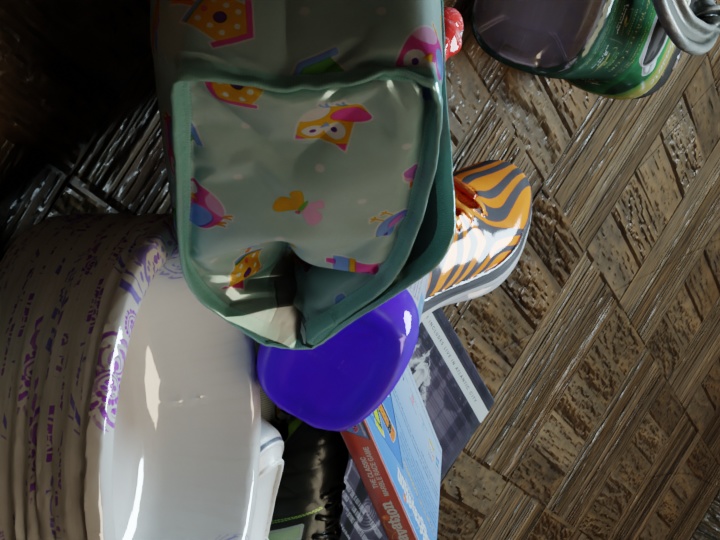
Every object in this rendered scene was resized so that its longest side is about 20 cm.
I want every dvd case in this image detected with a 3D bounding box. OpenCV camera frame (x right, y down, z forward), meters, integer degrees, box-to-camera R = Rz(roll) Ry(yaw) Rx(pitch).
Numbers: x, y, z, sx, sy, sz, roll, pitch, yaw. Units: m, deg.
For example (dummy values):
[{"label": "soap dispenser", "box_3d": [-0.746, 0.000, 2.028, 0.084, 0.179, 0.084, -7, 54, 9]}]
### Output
[{"label": "dvd case", "box_3d": [0.003, 0.105, 1.184, 0.200, 0.016, 0.149, -52, 128, -29]}]

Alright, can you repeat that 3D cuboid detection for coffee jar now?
[{"label": "coffee jar", "box_3d": [0.144, -0.164, 1.157, 0.200, 0.085, 0.104, 3, 109, -66]}]

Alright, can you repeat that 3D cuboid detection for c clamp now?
[{"label": "c clamp", "box_3d": [0.197, -0.220, 1.140, 0.171, 0.027, 0.200, 22, 59, -61]}]

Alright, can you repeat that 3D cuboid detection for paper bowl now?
[{"label": "paper bowl", "box_3d": [-0.119, 0.076, 0.799, 0.201, 0.104, 0.201, -1, 90, -75]}]

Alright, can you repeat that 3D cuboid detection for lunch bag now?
[{"label": "lunch bag", "box_3d": [-0.023, -0.082, 0.770, 0.200, 0.122, 0.170, 91, -3, -57]}]

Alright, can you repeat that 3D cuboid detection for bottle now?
[{"label": "bottle", "box_3d": [0.000, 0.000, 0.929, 0.084, 0.065, 0.200, -57, -173, 25]}]

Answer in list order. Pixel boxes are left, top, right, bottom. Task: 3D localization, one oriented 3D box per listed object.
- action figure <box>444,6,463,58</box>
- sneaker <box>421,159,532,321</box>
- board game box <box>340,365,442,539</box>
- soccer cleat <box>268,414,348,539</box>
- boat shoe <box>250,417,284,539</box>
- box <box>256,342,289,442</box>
[{"label": "action figure", "box_3d": [0.000, -0.087, 0.958, 0.200, 0.065, 0.052, -47, 132, -41]}, {"label": "sneaker", "box_3d": [0.048, -0.033, 1.128, 0.200, 0.078, 0.112, -42, 154, -38]}, {"label": "board game box", "box_3d": [0.010, 0.076, 1.055, 0.103, 0.019, 0.200, -85, 160, -48]}, {"label": "soccer cleat", "box_3d": [-0.035, 0.162, 1.070, 0.200, 0.081, 0.068, -65, 161, 14]}, {"label": "boat shoe", "box_3d": [-0.074, 0.173, 1.020, 0.074, 0.065, 0.200, -26, 143, -54]}, {"label": "box", "box_3d": [-0.085, 0.066, 1.003, 0.159, 0.046, 0.200, -53, 159, -17]}]
